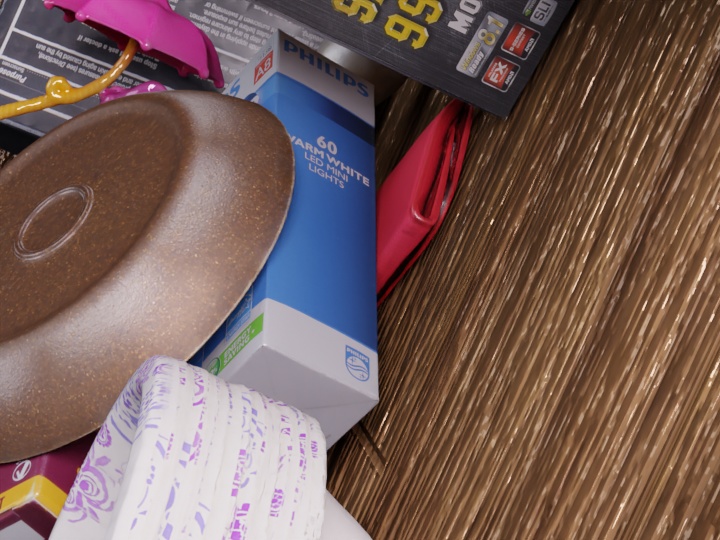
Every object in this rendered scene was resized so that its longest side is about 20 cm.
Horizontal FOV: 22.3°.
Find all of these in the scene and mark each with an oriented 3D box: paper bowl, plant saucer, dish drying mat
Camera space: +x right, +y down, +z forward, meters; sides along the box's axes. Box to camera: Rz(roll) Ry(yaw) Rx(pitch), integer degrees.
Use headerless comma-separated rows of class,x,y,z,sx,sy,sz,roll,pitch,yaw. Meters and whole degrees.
paper bowl,-0.062,0.138,0.614,0.201,0.104,0.201,-61,12,23
plant saucer,-0.119,-0.010,0.766,0.200,0.037,0.201,-25,38,21
dish drying mat,0.000,0.000,0.841,0.200,0.018,0.077,127,162,-53

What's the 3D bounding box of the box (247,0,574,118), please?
box,0.031,-0.176,0.680,0.200,0.158,0.048,-59,13,30

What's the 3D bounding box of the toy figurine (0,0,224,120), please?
toy figurine,-0.151,-0.062,0.934,0.184,0.201,0.150,-27,10,1

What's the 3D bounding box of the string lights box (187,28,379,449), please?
string lights box,-0.043,0.000,0.797,0.103,0.059,0.200,-45,30,34

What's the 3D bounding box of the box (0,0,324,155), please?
box,-0.097,-0.136,1.062,0.123,0.199,0.199,85,-153,-80

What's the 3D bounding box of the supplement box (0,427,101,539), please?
supplement box,-0.139,0.067,0.809,0.110,0.086,0.200,-28,36,24

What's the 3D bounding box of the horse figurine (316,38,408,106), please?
horse figurine,-0.005,-0.109,0.937,0.200,0.050,0.132,-51,34,-8
